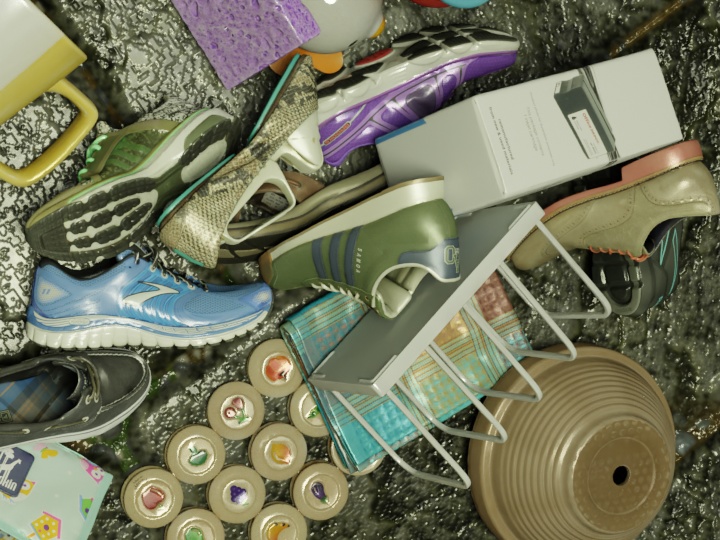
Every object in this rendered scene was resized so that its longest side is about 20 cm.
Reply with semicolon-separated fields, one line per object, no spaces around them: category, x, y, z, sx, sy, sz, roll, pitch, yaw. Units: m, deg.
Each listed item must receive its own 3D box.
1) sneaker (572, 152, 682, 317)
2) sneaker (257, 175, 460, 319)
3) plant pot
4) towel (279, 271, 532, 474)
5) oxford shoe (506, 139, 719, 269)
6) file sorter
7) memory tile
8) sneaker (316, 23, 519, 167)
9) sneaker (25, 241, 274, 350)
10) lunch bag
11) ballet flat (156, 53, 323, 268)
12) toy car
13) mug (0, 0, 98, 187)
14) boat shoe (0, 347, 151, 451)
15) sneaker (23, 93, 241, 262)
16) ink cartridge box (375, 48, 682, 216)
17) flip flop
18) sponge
sneaker;0.239;-0.062;1.342;0.079;0.075;0.201;-11;95;-37
sneaker;0.000;0.000;1.198;0.067;0.200;0.090;-11;79;-49
plant pot;0.201;0.168;1.306;0.200;0.093;0.201;-3;98;-22
towel;0.044;0.063;1.295;0.200;0.022;0.147;-28;98;-18
oxford shoe;0.208;-0.036;1.270;0.070;0.200;0.075;-13;77;-53
file sorter;0.086;0.060;1.228;0.125;0.139;0.200;47;73;-15
memory tile;-0.087;0.170;1.272;0.200;0.017;0.153;-46;104;-10
sneaker;0.043;-0.150;1.280;0.200;0.081;0.084;-24;116;-7
sneaker;-0.166;0.016;1.211;0.199;0.079;0.089;-1;95;-16
lunch bag;-0.303;0.203;1.158;0.170;0.122;0.200;30;72;-11
ballet flat;-0.077;-0.080;1.190;0.075;0.068;0.200;37;68;0
toy car;0.001;-0.235;1.228;0.177;0.184;0.200;29;113;-16
mug;-0.299;-0.147;1.135;0.187;0.149;0.153;44;88;-7
boat shoe;-0.236;0.092;1.159;0.200;0.066;0.070;-9;71;-42
sneaker;-0.191;-0.078;1.193;0.200;0.089;0.077;-35;146;-31
ink cartridge box;0.137;-0.106;1.225;0.200;0.145;0.084;-18;91;-34
flip flop;-0.053;-0.058;1.247;0.200;0.081;0.058;-24;80;-15
sponge;-0.121;-0.249;1.196;0.030;0.111;0.200;-40;103;-38
